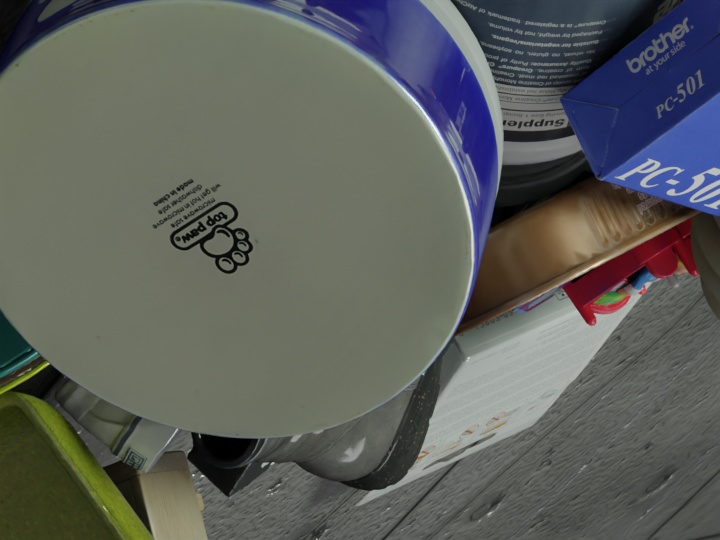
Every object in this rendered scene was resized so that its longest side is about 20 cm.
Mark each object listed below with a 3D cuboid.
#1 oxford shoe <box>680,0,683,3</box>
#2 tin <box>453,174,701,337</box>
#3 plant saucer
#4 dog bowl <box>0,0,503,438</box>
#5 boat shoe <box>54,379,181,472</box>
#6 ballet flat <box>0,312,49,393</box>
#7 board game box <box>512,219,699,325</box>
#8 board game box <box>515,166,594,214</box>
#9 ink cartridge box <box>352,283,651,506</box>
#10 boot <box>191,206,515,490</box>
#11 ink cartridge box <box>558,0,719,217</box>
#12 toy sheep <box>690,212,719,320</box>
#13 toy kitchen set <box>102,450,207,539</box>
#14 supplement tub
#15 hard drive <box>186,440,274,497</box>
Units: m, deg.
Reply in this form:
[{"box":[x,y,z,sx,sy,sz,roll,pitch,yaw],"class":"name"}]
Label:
[{"box":[0.111,-0.115,1.104,0.075,0.071,0.200,-27,155,-16],"class":"oxford shoe"},{"box":[0.096,-0.019,0.996,0.200,0.042,0.112,-25,-178,-42],"class":"tin"},{"box":[-0.154,0.162,1.071,0.200,0.200,0.048,-30,-171,35],"class":"plant saucer"},{"box":[-0.048,-0.036,0.866,0.200,0.200,0.079,-54,-168,35],"class":"dog bowl"},{"box":[-0.066,-0.003,1.063,0.200,0.065,0.074,-54,-179,-17],"class":"boat shoe"},{"box":[-0.123,-0.001,0.999,0.200,0.067,0.067,-41,159,5],"class":"ballet flat"},{"box":[0.162,-0.005,1.246,0.158,0.039,0.200,-33,174,4],"class":"board game box"},{"box":[0.149,-0.070,1.133,0.200,0.035,0.135,-38,164,26],"class":"board game box"},{"box":[0.080,0.061,1.435,0.162,0.050,0.200,-22,161,-32],"class":"ink cartridge box"},{"box":[0.000,0.000,1.014,0.132,0.070,0.201,23,79,-57],"class":"boot"},{"box":[0.178,-0.061,0.927,0.094,0.044,0.200,-37,150,29],"class":"ink cartridge box"},{"box":[0.225,-0.024,1.112,0.138,0.138,0.200,-27,144,-21],"class":"toy sheep"},{"box":[-0.096,0.192,1.196,0.180,0.164,0.200,-23,168,34],"class":"toy kitchen set"},{"box":[0.063,-0.132,0.915,0.140,0.140,0.200,-25,154,-24],"class":"supplement tub"},{"box":[0.002,0.024,1.191,0.200,0.038,0.140,-34,162,-48],"class":"hard drive"}]
